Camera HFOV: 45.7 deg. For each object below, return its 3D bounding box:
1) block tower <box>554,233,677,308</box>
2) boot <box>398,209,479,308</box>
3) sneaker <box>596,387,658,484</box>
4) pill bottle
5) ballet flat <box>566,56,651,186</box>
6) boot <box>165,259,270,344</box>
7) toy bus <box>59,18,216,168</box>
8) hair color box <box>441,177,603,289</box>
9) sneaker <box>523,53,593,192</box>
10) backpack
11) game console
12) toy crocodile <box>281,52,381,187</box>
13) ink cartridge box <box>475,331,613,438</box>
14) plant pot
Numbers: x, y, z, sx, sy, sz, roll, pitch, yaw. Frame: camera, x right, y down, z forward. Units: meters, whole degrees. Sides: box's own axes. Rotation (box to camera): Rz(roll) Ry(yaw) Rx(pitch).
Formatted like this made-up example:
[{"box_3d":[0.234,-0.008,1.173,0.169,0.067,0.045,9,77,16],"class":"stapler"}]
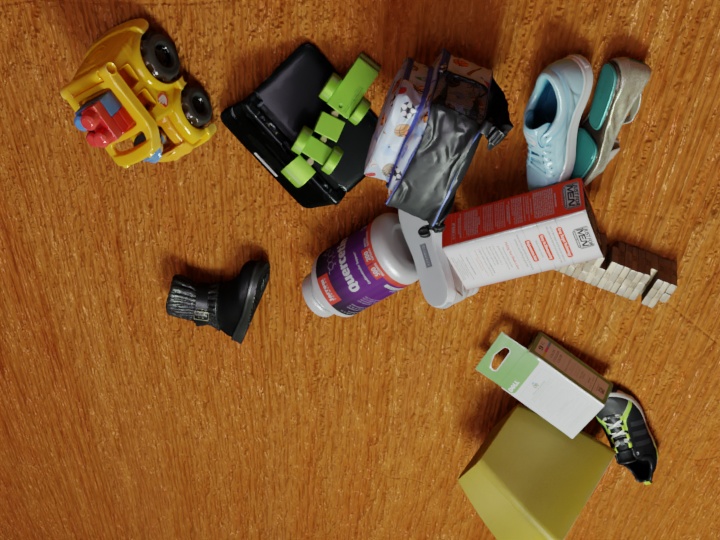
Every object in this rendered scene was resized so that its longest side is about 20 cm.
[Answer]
[{"box_3d":[0.353,-0.012,1.230,0.197,0.058,0.055,22,133,2],"class":"block tower"},{"box_3d":[0.121,-0.051,1.270,0.073,0.095,0.204,-8,95,46],"class":"boot"},{"box_3d":[0.451,0.282,1.433,0.071,0.083,0.201,-24,118,34],"class":"sneaker"},{"box_3d":[0.000,0.000,1.328,0.199,0.113,0.112,-31,115,37],"class":"pill bottle"},{"box_3d":[0.316,-0.179,1.095,0.061,0.068,0.202,-3,138,-16],"class":"ballet flat"},{"box_3d":[-0.251,0.035,1.473,0.155,0.080,0.213,25,134,-3],"class":"boot"},{"box_3d":[-0.319,-0.216,1.201,0.134,0.194,0.201,-16,125,29],"class":"toy bus"},{"box_3d":[0.218,-0.046,1.159,0.196,0.062,0.102,-14,138,22],"class":"hair color box"},{"box_3d":[0.233,-0.177,1.097,0.074,0.081,0.203,41,139,41],"class":"sneaker"},{"box_3d":[0.095,-0.180,1.084,0.152,0.192,0.201,30,133,-2],"class":"backpack"},{"box_3d":[-0.079,-0.203,1.245,0.200,0.117,0.175,46,159,-21],"class":"game console"},{"box_3d":[-0.040,-0.202,1.164,0.067,0.062,0.202,29,99,-12],"class":"toy crocodile"},{"box_3d":[0.299,0.173,1.398,0.198,0.059,0.105,35,134,7],"class":"ink cartridge box"},{"box_3d":[0.285,0.352,1.465,0.176,0.200,0.201,39,154,8],"class":"plant pot"}]
